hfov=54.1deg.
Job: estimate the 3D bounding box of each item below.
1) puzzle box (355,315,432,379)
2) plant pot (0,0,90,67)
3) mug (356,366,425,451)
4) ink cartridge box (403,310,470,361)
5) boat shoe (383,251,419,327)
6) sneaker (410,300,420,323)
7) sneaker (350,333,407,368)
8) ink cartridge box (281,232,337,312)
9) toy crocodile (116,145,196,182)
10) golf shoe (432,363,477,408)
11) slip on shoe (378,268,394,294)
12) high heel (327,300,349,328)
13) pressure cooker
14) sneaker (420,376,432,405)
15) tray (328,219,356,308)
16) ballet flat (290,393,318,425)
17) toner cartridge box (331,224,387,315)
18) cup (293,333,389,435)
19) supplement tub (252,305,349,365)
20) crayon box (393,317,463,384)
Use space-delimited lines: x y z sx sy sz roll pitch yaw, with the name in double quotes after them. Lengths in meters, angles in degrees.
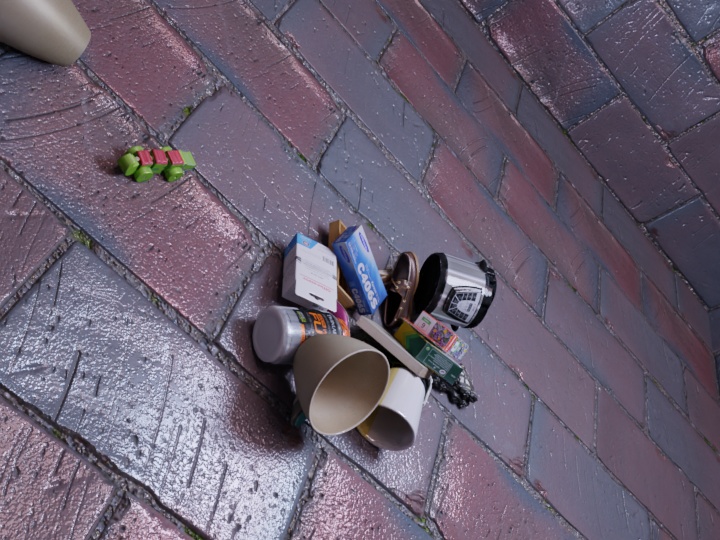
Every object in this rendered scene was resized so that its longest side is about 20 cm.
0.085 0.187 1.704 0.199 0.026 0.133 39 1 21 "puzzle box"
-0.636 -0.500 1.375 0.200 0.185 0.190 38 40 -45 "plant pot"
0.067 0.293 1.621 0.187 0.149 0.154 45 43 -13 "mug"
0.191 0.155 1.745 0.109 0.051 0.200 37 -1 33 "ink cartridge box"
0.103 0.051 1.832 0.069 0.070 0.204 -2 102 -40 "boat shoe"
0.179 0.087 1.959 0.074 0.081 0.203 27 65 -14 "sneaker"
0.048 0.223 1.734 0.199 0.078 0.085 40 5 -13 "sneaker"
-0.118 0.022 1.635 0.115 0.068 0.202 26 37 -24 "ink cartridge box"
-0.429 -0.231 1.498 0.199 0.061 0.068 -13 75 -52 "toy crocodile"
0.243 0.281 1.897 0.201 0.077 0.095 52 23 -33 "golf shoe"
0.060 0.028 1.878 0.197 0.060 0.078 -12 108 -35 "slip on shoe"
-0.065 0.146 1.664 0.095 0.068 0.201 -28 70 -21 "high heel"
0.260 0.056 1.860 0.197 0.176 0.182 18 66 -17 "pressure cooker"
0.154 0.282 1.795 0.073 0.070 0.202 40 39 -22 "sneaker"
-0.047 -0.017 1.781 0.099 0.036 0.203 49 34 -47 "tray"
-0.106 0.271 1.534 0.063 0.068 0.199 36 33 18 "ballet flat"
0.000 0.000 1.746 0.095 0.043 0.203 -50 125 -51 "toner cartridge box"
-0.059 0.211 1.440 0.198 0.203 0.143 10 20 -44 "cup"
-0.125 0.145 1.535 0.198 0.122 0.124 8 59 -45 "supplement tub"
0.161 0.197 1.750 0.125 0.052 0.200 37 2 -20 "crayon box"
